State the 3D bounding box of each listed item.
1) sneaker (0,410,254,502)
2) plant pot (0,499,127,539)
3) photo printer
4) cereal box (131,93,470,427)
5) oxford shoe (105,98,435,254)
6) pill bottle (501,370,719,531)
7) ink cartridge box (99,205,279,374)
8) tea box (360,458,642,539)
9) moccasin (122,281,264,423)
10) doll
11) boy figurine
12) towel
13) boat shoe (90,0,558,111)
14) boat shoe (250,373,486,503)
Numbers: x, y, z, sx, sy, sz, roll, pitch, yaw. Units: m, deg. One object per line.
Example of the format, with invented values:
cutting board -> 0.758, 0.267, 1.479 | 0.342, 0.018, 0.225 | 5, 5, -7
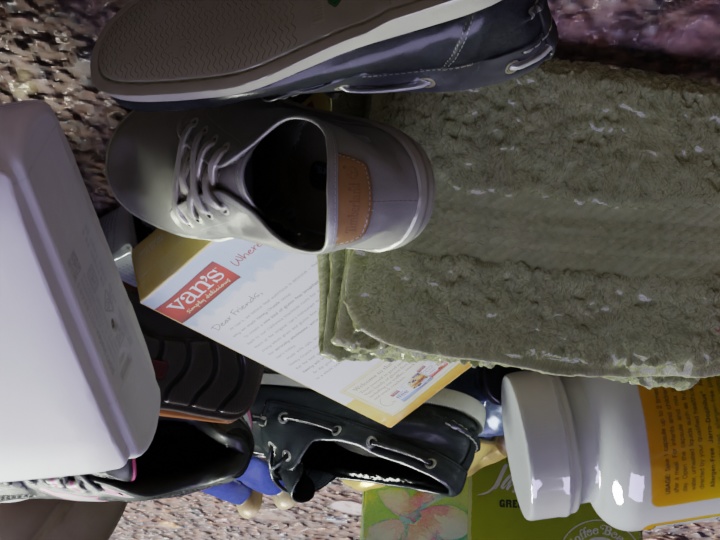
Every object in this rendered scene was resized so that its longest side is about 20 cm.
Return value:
sneaker -> -0.151, 0.092, 0.864 | 0.197, 0.082, 0.086 | -7, -173, -15
plant pot -> -0.262, 0.102, 0.957 | 0.198, 0.202, 0.174 | -14, 133, 31
photo printer -> -0.202, 0.018, 0.669 | 0.197, 0.070, 0.168 | -6, 124, 14
cereal box -> 0.000, 0.000, 0.814 | 0.143, 0.040, 0.199 | -38, 136, 22
oxford shoe -> -0.056, -0.045, 0.695 | 0.198, 0.076, 0.057 | 12, -165, 43
pill bottle -> 0.185, 0.087, 0.898 | 0.197, 0.114, 0.113 | -8, 154, -3
ink cartridge box -> -0.090, 0.027, 0.923 | 0.199, 0.041, 0.199 | -22, 144, 38
tea box -> 0.097, 0.225, 1.121 | 0.197, 0.199, 0.134 | 1, 154, 2
moccasin -> -0.137, 0.030, 0.799 | 0.077, 0.075, 0.200 | 15, -178, 41
doll -> -0.137, 0.132, 1.129 | 0.135, 0.049, 0.199 | -18, 147, 35
boy figurine -> 0.054, 0.098, 1.024 | 0.123, 0.065, 0.200 | 19, 150, -26
towel -> 0.079, -0.025, 0.711 | 0.197, 0.151, 0.037 | 4, -170, -3
boat shoe -> -0.018, -0.092, 0.644 | 0.197, 0.073, 0.068 | -9, 147, 19
boat shoe -> -0.024, 0.107, 0.943 | 0.196, 0.067, 0.075 | 3, 152, 12
